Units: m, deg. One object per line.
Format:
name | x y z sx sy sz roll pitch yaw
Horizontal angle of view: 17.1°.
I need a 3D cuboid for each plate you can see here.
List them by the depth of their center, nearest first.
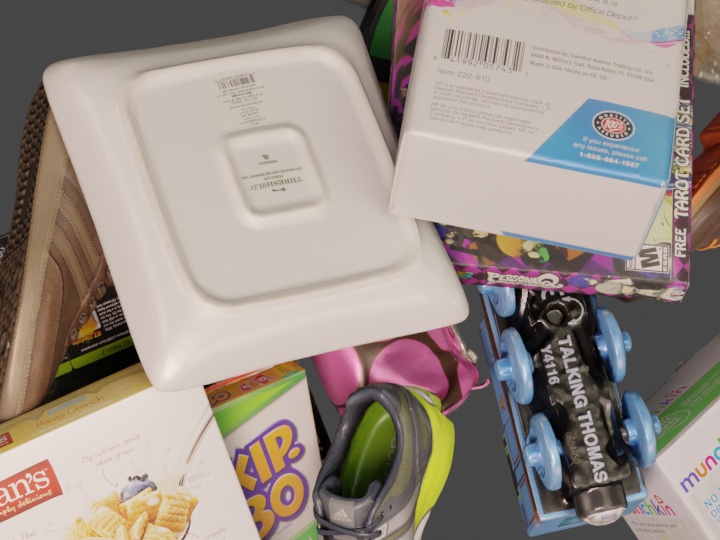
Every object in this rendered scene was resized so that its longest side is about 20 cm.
plate | -0.052 -0.047 1.308 0.198 0.032 0.201 -12 70 -27

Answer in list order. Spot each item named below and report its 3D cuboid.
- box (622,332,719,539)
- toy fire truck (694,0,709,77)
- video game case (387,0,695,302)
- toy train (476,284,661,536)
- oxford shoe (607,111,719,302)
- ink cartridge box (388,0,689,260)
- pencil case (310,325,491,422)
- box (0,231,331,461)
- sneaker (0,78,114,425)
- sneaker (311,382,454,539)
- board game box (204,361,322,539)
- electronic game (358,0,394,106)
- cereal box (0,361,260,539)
box | 0.275 0.126 1.528 0.200 0.097 0.177 -39 103 -22
toy fire truck | 0.172 -0.149 1.499 0.140 0.049 0.201 -10 84 -31
video game case | 0.104 -0.087 1.397 0.180 0.036 0.201 5 71 -1
toy train | 0.117 0.060 1.430 0.086 0.114 0.201 -12 74 -10
oxford shoe | 0.231 -0.039 1.539 0.200 0.071 0.073 -45 108 -22
ink cartridge box | 0.103 -0.121 1.328 0.144 0.085 0.201 11 59 0
pencil case | 0.000 0.000 1.422 0.093 0.091 0.201 -22 97 11
box | -0.137 0.056 1.377 0.199 0.047 0.194 -24 97 -25
sneaker | -0.156 -0.008 1.312 0.075 0.070 0.201 14 77 -22
sneaker | -0.002 0.154 1.330 0.081 0.073 0.201 36 59 -61
board game box | -0.064 0.142 1.370 0.095 0.030 0.201 -22 115 -25
electronic game | 0.086 -0.111 1.495 0.199 0.042 0.202 3 83 -24
cereal box | -0.127 0.157 1.306 0.143 0.040 0.201 -25 117 -10
